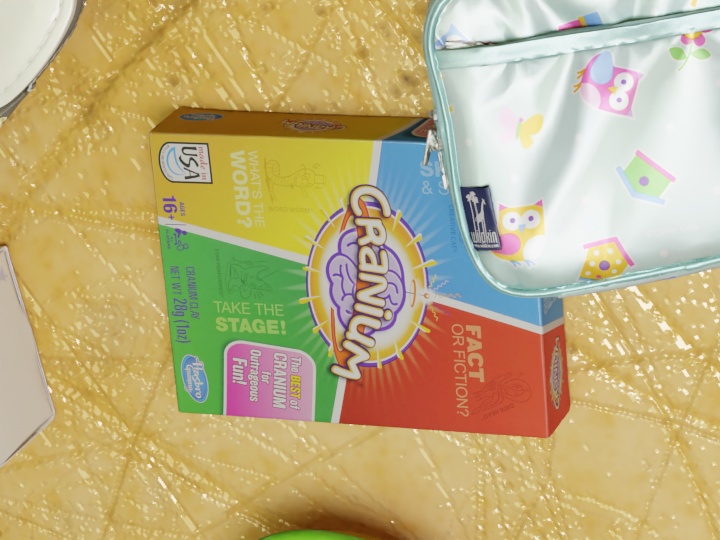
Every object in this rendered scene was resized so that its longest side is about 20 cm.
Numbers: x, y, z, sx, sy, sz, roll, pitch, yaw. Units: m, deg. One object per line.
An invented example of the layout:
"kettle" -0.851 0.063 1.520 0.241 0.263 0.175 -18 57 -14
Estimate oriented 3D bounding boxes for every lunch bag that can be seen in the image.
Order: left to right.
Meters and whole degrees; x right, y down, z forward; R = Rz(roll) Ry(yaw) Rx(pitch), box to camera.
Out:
"lunch bag" 0.124 -0.079 1.220 0.199 0.077 0.161 -10 106 6

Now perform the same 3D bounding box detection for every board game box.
"board game box" 0.000 0.000 1.346 0.199 0.040 0.154 2 111 20

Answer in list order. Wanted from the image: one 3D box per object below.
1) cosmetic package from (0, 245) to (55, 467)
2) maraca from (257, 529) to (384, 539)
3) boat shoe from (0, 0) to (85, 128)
"cosmetic package" -0.276 0.054 1.459 0.199 0.073 0.104 -7 109 25
"maraca" 0.016 0.205 1.383 0.199 0.107 0.138 26 126 10
"boat shoe" -0.207 -0.097 1.378 0.201 0.060 0.072 -37 83 28
